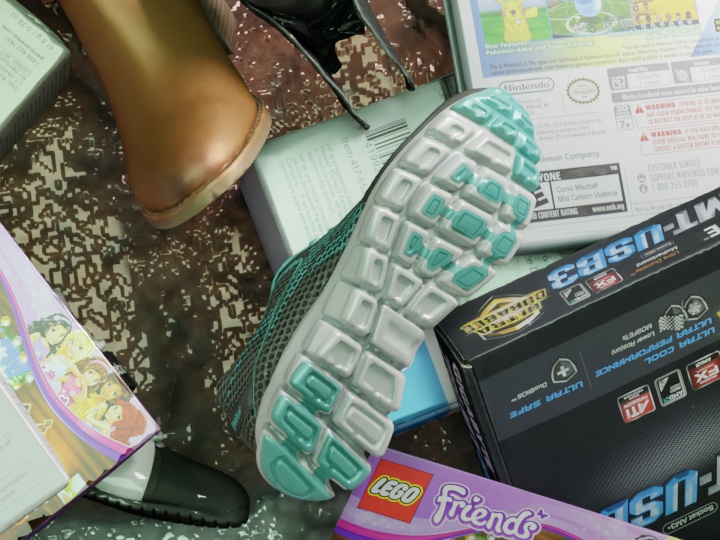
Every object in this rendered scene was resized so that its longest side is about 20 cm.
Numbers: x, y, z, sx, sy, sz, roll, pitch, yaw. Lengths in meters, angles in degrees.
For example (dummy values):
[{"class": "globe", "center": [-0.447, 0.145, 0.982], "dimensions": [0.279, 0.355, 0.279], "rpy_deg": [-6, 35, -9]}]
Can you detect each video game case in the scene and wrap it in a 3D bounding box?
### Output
[{"class": "video game case", "center": [0.138, -0.106, 1.305], "dimensions": [0.199, 0.022, 0.184], "rpy_deg": [-7, 80, -16]}]

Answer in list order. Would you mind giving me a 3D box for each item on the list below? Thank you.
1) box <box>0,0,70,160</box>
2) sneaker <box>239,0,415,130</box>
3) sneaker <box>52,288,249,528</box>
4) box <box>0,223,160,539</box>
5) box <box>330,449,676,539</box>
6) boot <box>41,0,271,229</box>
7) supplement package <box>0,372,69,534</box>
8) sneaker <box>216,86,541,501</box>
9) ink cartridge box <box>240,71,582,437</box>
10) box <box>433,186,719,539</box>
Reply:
[{"class": "box", "center": [-0.223, -0.043, 1.315], "dimensions": [0.068, 0.082, 0.200], "rpy_deg": [40, 79, 0]}, {"class": "sneaker", "center": [-0.053, -0.159, 1.283], "dimensions": [0.060, 0.104, 0.200], "rpy_deg": [-40, 67, 5]}, {"class": "sneaker", "center": [-0.136, 0.058, 1.312], "dimensions": [0.199, 0.074, 0.089], "rpy_deg": [22, 82, -2]}, {"class": "box", "center": [-0.202, 0.036, 1.248], "dimensions": [0.137, 0.039, 0.200], "rpy_deg": [-39, 90, -10]}, {"class": "box", "center": [0.069, 0.167, 1.198], "dimensions": [0.199, 0.039, 0.137], "rpy_deg": [16, 62, 22]}, {"class": "boot", "center": [-0.110, -0.122, 1.265], "dimensions": [0.076, 0.201, 0.155], "rpy_deg": [-27, 124, 20]}, {"class": "supplement package", "center": [-0.224, 0.041, 1.164], "dimensions": [0.121, 0.120, 0.200], "rpy_deg": [-35, 90, -7]}, {"class": "sneaker", "center": [0.000, 0.000, 1.242], "dimensions": [0.078, 0.091, 0.200], "rpy_deg": [39, 83, -32]}, {"class": "ink cartridge box", "center": [0.061, -0.018, 1.336], "dimensions": [0.199, 0.086, 0.147], "rpy_deg": [-20, 84, -10]}, {"class": "box", "center": [0.152, 0.069, 1.299], "dimensions": [0.199, 0.050, 0.199], "rpy_deg": [-24, 121, -8]}]
